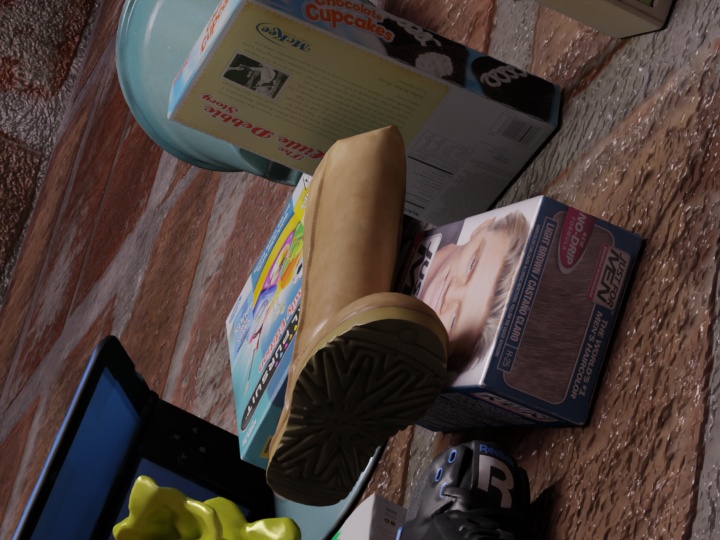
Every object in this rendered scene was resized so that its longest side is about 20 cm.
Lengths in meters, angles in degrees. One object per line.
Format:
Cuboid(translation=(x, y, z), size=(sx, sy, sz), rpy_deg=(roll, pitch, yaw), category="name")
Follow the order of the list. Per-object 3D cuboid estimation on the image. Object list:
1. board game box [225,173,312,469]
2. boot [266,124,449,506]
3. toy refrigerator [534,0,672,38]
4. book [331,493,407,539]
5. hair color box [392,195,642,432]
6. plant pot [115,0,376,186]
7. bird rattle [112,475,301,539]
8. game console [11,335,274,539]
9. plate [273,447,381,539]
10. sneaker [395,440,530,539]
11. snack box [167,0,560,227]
Cuboid(translation=(-0.032, 0.022, 1.322), size=(0.152, 0.047, 0.200), rpy_deg=(-62, 16, 18), category="board game box")
Cuboid(translation=(0.000, 0.000, 1.073), size=(0.175, 0.066, 0.201), rpy_deg=(-52, 23, 47), category="boot")
Cuboid(translation=(0.075, -0.198, 1.064), size=(0.076, 0.199, 0.070), rpy_deg=(-68, 16, -5), category="toy refrigerator")
Cuboid(translation=(-0.020, 0.236, 1.097), size=(0.134, 0.048, 0.201), rpy_deg=(-55, 17, 36), category="book")
Cuboid(translation=(0.064, 0.027, 1.055), size=(0.200, 0.060, 0.101), rpy_deg=(-16, 54, 70), category="hair color box")
Cuboid(translation=(-0.067, -0.155, 1.538), size=(0.201, 0.199, 0.196), rpy_deg=(-66, 23, 5), category="plant pot")
Cuboid(translation=(-0.126, 0.216, 1.168), size=(0.200, 0.112, 0.164), rpy_deg=(-44, 42, 21), category="bird rattle")
Cuboid(translation=(-0.141, 0.172, 1.317), size=(0.118, 0.170, 0.201), rpy_deg=(-30, 35, 66), category="game console")
Cuboid(translation=(-0.019, 0.088, 1.322), size=(0.201, 0.025, 0.201), rpy_deg=(-58, 19, 33), category="plate")
Cuboid(translation=(0.056, 0.124, 0.922), size=(0.200, 0.073, 0.113), rpy_deg=(142, 146, -64), category="sneaker")
Cuboid(translation=(0.001, -0.097, 1.176), size=(0.116, 0.199, 0.037), rpy_deg=(-50, 25, 46), category="snack box")
